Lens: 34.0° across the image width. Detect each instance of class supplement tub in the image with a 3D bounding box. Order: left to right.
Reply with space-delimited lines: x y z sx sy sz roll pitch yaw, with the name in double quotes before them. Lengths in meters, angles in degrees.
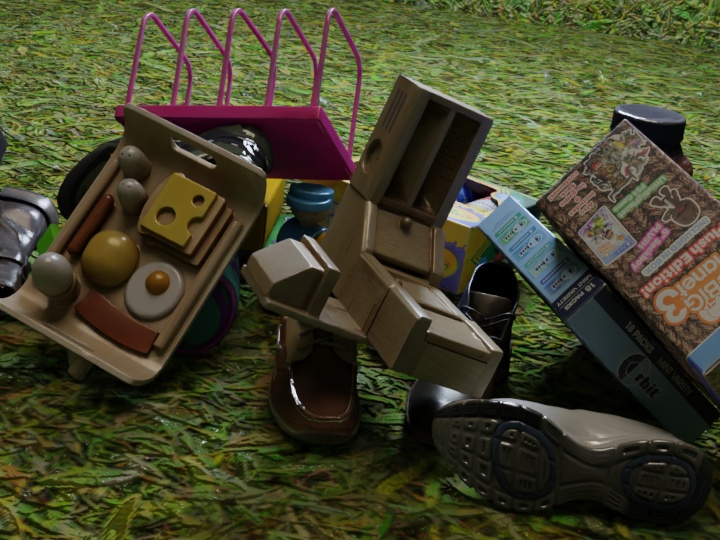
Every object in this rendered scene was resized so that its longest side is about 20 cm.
"supplement tub" 0.270 -0.060 1.171 0.106 0.202 0.107 6 22 -2

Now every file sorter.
"file sorter" -0.108 -0.172 1.130 0.198 0.127 0.139 3 -17 15

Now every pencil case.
"pencil case" -0.153 -0.007 1.058 0.092 0.085 0.200 -30 23 9

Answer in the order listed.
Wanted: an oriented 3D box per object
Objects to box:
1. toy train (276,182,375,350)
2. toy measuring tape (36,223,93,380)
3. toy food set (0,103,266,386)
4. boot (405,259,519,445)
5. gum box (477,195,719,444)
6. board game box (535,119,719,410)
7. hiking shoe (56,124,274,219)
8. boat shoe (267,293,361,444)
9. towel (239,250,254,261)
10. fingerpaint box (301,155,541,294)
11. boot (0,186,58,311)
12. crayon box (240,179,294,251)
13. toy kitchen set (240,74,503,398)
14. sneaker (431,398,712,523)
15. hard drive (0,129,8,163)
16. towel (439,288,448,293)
"toy train" 0.000 0.000 1.055 0.199 0.117 0.084 24 28 39
"toy measuring tape" -0.231 0.026 1.009 0.073 0.074 0.201 -3 38 -23
"toy food set" -0.182 -0.025 0.930 0.143 0.201 0.061 26 -17 16
"boot" 0.083 0.063 0.946 0.074 0.098 0.200 11 21 13
"gum box" 0.194 0.038 0.981 0.170 0.045 0.200 45 5 -27
"board game box" 0.253 0.008 0.909 0.200 0.097 0.159 52 7 37
"hiking shoe" -0.175 -0.076 1.023 0.198 0.076 0.101 -15 23 6
"boat shoe" -0.037 0.063 0.936 0.075 0.072 0.200 1 28 -10
"towel" -0.158 -0.042 1.246 0.198 0.023 0.143 -5 24 -28
"fingerpaint box" 0.062 -0.058 1.208 0.199 0.074 0.166 22 23 29
"boot" -0.378 -0.019 1.069 0.198 0.070 0.175 0 29 3
"crayon box" -0.154 -0.070 1.219 0.198 0.052 0.126 8 21 2
"toy kitchen set" 0.022 -0.042 0.877 0.162 0.182 0.200 20 14 -26
"sneaker" 0.147 0.132 0.851 0.198 0.075 0.087 13 9 -1
"hard drive" -0.434 -0.069 1.076 0.198 0.038 0.140 -9 41 11
"towel" 0.038 -0.031 1.266 0.145 0.030 0.200 11 21 8
